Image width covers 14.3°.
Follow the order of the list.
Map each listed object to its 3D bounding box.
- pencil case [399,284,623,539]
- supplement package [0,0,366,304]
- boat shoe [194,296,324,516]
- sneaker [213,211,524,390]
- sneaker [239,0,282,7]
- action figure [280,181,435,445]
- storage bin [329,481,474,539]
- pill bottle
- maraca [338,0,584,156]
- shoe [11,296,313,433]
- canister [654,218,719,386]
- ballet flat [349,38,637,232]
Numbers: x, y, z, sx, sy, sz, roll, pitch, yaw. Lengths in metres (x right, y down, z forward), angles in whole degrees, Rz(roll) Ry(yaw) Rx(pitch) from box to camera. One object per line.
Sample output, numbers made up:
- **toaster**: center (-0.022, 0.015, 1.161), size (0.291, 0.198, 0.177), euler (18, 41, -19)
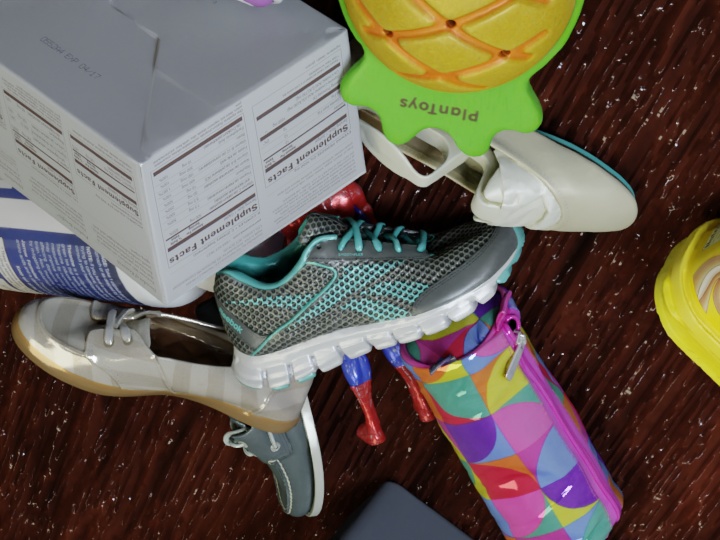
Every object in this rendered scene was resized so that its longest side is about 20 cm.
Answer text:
- **pencil case**: center (0.098, 0.100, 1.819), size (0.088, 0.088, 0.200), euler (-2, 131, 38)
- **supplement package**: center (-0.122, -0.102, 1.651), size (0.200, 0.156, 0.111), euler (35, 148, 35)
- **boat shoe**: center (-0.068, 0.090, 1.925), size (0.073, 0.062, 0.200), euler (-120, 16, -51)
- **sneaker**: center (0.000, 0.000, 1.736), size (0.200, 0.078, 0.091), euler (-23, 113, 7)
- **sneaker**: center (-0.098, -0.229, 1.626), size (0.200, 0.100, 0.075), euler (34, -171, 27)
- **action figure**: center (-0.009, 0.009, 1.810), size (0.052, 0.065, 0.200), euler (-127, 17, -68)
- **storage bin**: center (0.035, 0.254, 1.991), size (0.200, 0.134, 0.146), euler (37, 143, -3)
- **pill bottle**: center (-0.152, -0.034, 1.833), size (0.200, 0.111, 0.111), euler (6, 135, 33)
- **maraca**: center (0.052, -0.145, 1.554), size (0.137, 0.107, 0.200), euler (11, 131, 5)
- **shoe**: center (-0.122, 0.048, 1.818), size (0.200, 0.070, 0.053), euler (16, 129, -19)
- **canister**: center (0.279, 0.006, 1.577), size (0.149, 0.087, 0.200), euler (42, 141, -10)
- **ballet flat**: center (0.065, -0.064, 1.676), size (0.200, 0.069, 0.069), euler (31, 143, 5)
